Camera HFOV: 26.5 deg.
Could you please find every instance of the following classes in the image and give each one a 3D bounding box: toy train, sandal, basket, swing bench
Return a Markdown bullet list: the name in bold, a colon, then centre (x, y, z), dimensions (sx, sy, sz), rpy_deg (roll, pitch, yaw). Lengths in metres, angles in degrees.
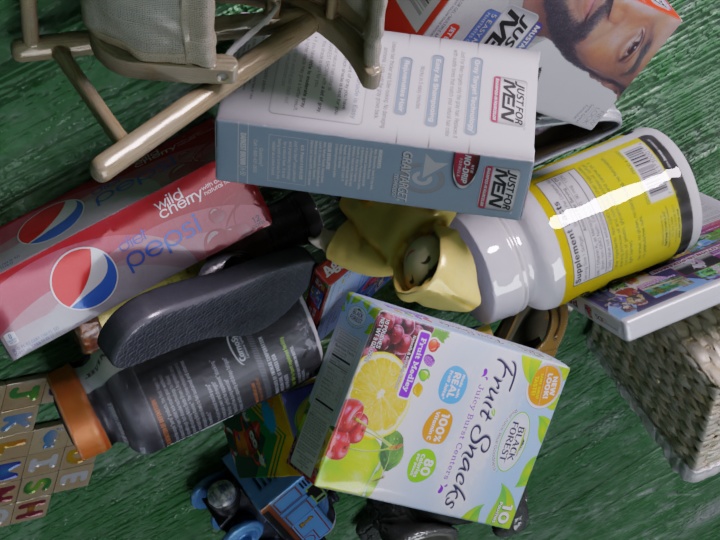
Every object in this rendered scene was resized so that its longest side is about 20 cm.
- **toy train**: centre (-0.082, 0.228, 1.452), dimensions (0.114, 0.087, 0.200), rpy_deg (-36, 149, -4)
- **sandal**: centre (0.163, 0.055, 1.388), dimensions (0.199, 0.054, 0.081), rpy_deg (-26, 146, -57)
- **sandal**: centre (-0.100, 0.013, 1.045), dimensions (0.199, 0.043, 0.076), rpy_deg (-14, 148, -52)
- **basket**: centre (0.355, 0.060, 1.490), dimensions (0.196, 0.201, 0.162), rpy_deg (-22, 145, -15)
- **swing bench**: centre (-0.085, -0.184, 0.845), dimensions (0.198, 0.130, 0.200), rpy_deg (-23, 147, -24)

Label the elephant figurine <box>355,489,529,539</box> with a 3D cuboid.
- **elephant figurine**: centre (0.062, 0.232, 1.553), dimensions (0.198, 0.142, 0.156), rpy_deg (-21, 121, 12)

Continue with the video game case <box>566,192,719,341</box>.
- **video game case**: centre (0.266, -0.009, 1.349), dimensions (0.198, 0.182, 0.023), rpy_deg (-20, 115, -18)

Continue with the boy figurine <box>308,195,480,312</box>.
- **boy figurine**: centre (0.015, -0.046, 1.048), dimensions (0.124, 0.201, 0.064), rpy_deg (-40, 148, 20)

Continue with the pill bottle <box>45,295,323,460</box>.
- **pill bottle**: centre (-0.136, 0.071, 1.164), dimensions (0.198, 0.107, 0.107), rpy_deg (-24, 148, -13)

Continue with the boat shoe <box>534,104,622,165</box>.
- **boat shoe**: centre (0.104, -0.095, 1.184), dimensions (0.200, 0.065, 0.075), rpy_deg (-25, 148, -11)

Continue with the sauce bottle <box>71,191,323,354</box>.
- **sauce bottle**: centre (-0.122, -0.004, 1.113), dimensions (0.198, 0.066, 0.066), rpy_deg (-23, 148, -13)

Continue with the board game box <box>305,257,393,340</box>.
- **board game box**: centre (0.000, 0.000, 1.181), dimensions (0.103, 0.019, 0.200), rpy_deg (-40, 172, -15)

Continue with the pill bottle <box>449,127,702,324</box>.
- **pill bottle**: centre (0.174, -0.036, 1.281), dimensions (0.198, 0.115, 0.115), rpy_deg (-21, 147, -16)

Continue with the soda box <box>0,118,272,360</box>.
- **soda box**: centre (-0.164, -0.024, 1.030), dimensions (0.199, 0.070, 0.064), rpy_deg (-29, 121, -7)

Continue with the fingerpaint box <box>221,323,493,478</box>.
- **fingerpaint box**: centre (0.001, 0.114, 1.300), dimensions (0.198, 0.074, 0.167), rpy_deg (-17, 179, -25)

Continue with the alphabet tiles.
- **alphabet tiles**: centre (-0.286, 0.151, 1.240), dimensions (0.166, 0.008, 0.201), rpy_deg (-10, 142, -32)

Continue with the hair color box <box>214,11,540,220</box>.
- **hair color box**: centre (0.012, -0.099, 0.980), dimensions (0.197, 0.100, 0.061), rpy_deg (7, 142, 1)

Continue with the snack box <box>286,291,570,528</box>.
- **snack box**: centre (0.056, 0.112, 1.194), dimensions (0.198, 0.053, 0.144), rpy_deg (18, 96, -34)

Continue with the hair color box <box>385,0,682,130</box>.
- **hair color box**: centre (0.118, -0.177, 1.069), dimensions (0.199, 0.064, 0.111), rpy_deg (10, 129, -41)
